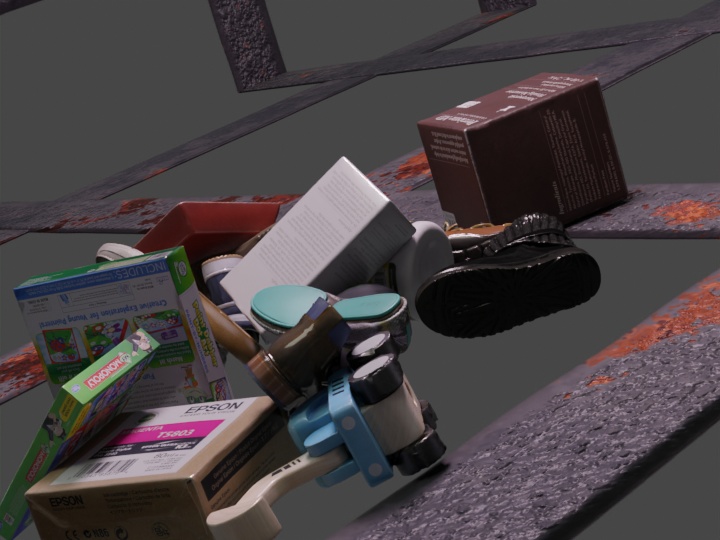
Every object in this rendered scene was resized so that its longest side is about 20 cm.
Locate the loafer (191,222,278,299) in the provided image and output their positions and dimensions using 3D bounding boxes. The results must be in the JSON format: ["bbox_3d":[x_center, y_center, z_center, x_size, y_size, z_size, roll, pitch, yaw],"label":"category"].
[{"bbox_3d":[-0.158,0.007,1.984,0.199,0.076,0.068,-26,-23,4],"label":"loafer"}]

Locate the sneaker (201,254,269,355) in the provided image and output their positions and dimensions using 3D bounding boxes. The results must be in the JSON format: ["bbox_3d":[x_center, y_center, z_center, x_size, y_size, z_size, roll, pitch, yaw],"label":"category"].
[{"bbox_3d":[-0.140,0.055,1.819,0.069,0.110,0.200,-17,-15,9],"label":"sneaker"}]

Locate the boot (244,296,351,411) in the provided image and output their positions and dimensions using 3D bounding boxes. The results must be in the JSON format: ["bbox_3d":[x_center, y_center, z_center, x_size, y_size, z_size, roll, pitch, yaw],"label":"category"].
[{"bbox_3d":[-0.041,0.080,1.384,0.097,0.075,0.200,-43,-6,2],"label":"boot"}]

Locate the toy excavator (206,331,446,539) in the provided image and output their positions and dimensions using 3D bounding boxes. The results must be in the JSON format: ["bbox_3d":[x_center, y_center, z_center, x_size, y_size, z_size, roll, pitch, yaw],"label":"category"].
[{"bbox_3d":[-0.033,0.162,1.287,0.199,0.100,0.195,-30,12,6],"label":"toy excavator"}]

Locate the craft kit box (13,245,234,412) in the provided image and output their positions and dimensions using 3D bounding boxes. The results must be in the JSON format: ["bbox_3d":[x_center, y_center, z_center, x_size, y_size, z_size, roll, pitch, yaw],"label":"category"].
[{"bbox_3d":[-0.245,0.088,1.550,0.198,0.200,0.048,-9,14,25],"label":"craft kit box"}]

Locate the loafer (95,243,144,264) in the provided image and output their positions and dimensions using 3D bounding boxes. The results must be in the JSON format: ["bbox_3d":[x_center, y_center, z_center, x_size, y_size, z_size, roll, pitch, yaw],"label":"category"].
[{"bbox_3d":[-0.270,0.032,1.881,0.199,0.070,0.070,31,62,26],"label":"loafer"}]

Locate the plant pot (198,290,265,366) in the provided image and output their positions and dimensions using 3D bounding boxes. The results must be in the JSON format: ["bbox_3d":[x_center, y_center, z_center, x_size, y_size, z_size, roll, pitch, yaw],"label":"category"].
[{"bbox_3d":[-0.173,0.046,1.633,0.028,0.200,0.200,-49,19,-3],"label":"plant pot"}]

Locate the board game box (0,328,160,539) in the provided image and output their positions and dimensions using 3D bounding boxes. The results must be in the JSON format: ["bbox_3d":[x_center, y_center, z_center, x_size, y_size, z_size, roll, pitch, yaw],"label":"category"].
[{"bbox_3d":[-0.276,0.158,1.424,0.201,0.029,0.135,-57,-7,32],"label":"board game box"}]

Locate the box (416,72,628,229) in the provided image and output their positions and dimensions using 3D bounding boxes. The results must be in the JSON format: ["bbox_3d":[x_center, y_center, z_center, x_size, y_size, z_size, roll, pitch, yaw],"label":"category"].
[{"bbox_3d":[0.209,-0.144,1.910,0.198,0.166,0.166,-22,16,-15],"label":"box"}]

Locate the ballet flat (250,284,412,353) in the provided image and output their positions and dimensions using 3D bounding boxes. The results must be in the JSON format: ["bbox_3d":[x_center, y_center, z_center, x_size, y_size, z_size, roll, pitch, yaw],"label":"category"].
[{"bbox_3d":[-0.029,0.058,1.469,0.199,0.073,0.072,3,25,41],"label":"ballet flat"}]

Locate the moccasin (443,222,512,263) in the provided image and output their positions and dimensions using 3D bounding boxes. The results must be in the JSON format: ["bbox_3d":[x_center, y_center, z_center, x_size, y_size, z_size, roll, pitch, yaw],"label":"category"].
[{"bbox_3d":[0.116,-0.021,1.765,0.199,0.074,0.078,-17,6,15],"label":"moccasin"}]

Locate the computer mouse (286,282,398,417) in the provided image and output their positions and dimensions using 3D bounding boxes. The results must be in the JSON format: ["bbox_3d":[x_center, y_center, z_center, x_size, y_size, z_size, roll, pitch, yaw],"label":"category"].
[{"bbox_3d":[-0.007,0.070,1.532,0.137,0.053,0.201,-14,30,24],"label":"computer mouse"}]

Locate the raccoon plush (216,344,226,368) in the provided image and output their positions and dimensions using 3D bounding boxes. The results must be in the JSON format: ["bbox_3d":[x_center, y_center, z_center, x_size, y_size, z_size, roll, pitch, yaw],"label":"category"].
[{"bbox_3d":[-0.191,0.098,1.696,0.199,0.098,0.133,10,21,37],"label":"raccoon plush"}]

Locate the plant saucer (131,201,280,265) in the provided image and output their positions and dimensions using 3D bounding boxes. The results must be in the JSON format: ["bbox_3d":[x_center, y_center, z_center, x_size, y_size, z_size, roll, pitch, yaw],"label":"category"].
[{"bbox_3d":[-0.225,-0.022,1.997,0.199,0.037,0.199,-40,-21,32],"label":"plant saucer"}]

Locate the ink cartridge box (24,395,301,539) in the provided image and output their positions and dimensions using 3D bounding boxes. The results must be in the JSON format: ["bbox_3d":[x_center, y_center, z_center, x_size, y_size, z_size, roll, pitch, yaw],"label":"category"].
[{"bbox_3d":[-0.180,0.189,1.357,0.198,0.076,0.165,-10,18,29],"label":"ink cartridge box"}]

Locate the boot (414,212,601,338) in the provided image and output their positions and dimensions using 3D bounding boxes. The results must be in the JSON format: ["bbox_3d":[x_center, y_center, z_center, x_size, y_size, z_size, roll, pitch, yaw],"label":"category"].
[{"bbox_3d":[0.148,0.003,1.620,0.209,0.080,0.158,-9,21,-9],"label":"boot"}]

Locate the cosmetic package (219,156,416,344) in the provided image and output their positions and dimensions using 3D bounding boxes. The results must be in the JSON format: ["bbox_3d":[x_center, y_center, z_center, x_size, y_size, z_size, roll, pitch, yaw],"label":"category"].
[{"bbox_3d":[-0.047,-0.014,1.624,0.200,0.071,0.101,-45,49,1],"label":"cosmetic package"}]

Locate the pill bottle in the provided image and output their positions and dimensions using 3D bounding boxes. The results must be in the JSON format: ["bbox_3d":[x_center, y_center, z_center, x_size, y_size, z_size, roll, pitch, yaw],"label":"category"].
[{"bbox_3d":[0.000,0.000,1.709,0.198,0.114,0.112,1,23,33],"label":"pill bottle"}]
